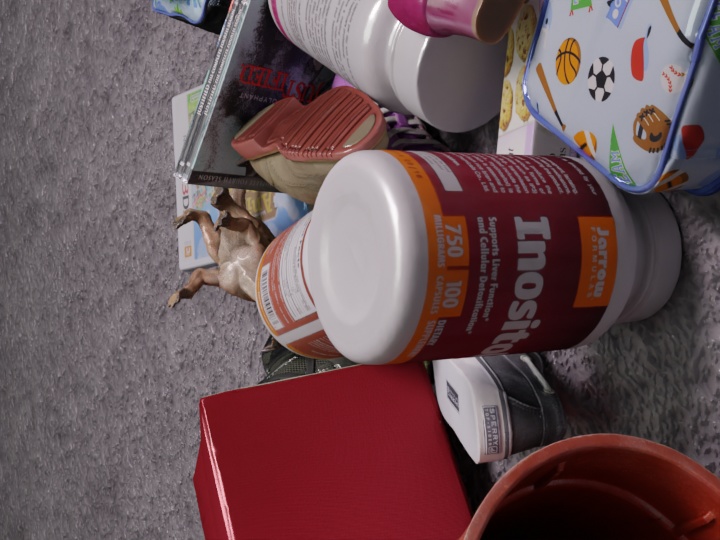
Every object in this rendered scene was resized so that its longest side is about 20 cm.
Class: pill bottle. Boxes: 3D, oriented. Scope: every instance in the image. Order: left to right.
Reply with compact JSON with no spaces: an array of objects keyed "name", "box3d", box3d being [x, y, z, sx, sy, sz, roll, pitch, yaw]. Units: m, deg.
[{"name":"pill bottle","box3d":[0.000,0.000,0.793,0.200,0.111,0.114,155,110,-66]},{"name":"pill bottle","box3d":[0.024,-0.182,0.790,0.200,0.112,0.114,43,129,45]},{"name":"pill bottle","box3d":[0.079,-0.009,0.615,0.113,0.198,0.114,8,99,61]}]

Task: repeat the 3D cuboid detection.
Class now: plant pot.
[{"name":"plant pot","box3d":[0.107,0.217,0.611,0.195,0.198,0.203,126,134,-60]}]

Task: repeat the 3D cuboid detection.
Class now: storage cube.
[{"name":"storage cube","box3d":[-0.025,0.192,0.817,0.172,0.198,0.181,106,150,-58]}]

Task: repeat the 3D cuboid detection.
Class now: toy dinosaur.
[{"name":"toy dinosaur","box3d":[-0.091,-0.002,0.962,0.086,0.135,0.201,-44,33,23]}]

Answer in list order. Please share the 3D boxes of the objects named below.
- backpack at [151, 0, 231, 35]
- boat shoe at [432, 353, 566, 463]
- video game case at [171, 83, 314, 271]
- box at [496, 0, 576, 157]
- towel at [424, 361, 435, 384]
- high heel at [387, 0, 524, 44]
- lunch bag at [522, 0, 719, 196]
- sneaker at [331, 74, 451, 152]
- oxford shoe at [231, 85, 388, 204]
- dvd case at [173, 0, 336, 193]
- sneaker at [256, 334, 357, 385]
[{"name":"backpack","box3d":[-0.130,-0.328,1.018,0.183,0.146,0.202,34,107,58]},{"name":"boat shoe","box3d":[0.091,0.071,0.745,0.200,0.067,0.073,-119,24,-76]},{"name":"video game case","box3d":[-0.115,-0.103,1.057,0.199,0.022,0.184,-11,80,43]},{"name":"box","box3d":[0.118,-0.113,0.704,0.041,0.038,0.203,26,115,59]},{"name":"towel","box3d":[0.015,0.006,0.927,0.199,0.023,0.146,19,108,60]},{"name":"high heel","box3d":[0.087,-0.232,0.656,0.096,0.067,0.201,30,86,47]},{"name":"lunch bag","box3d":[0.162,-0.153,0.584,0.161,0.075,0.202,-125,41,-49]},{"name":"sneaker","box3d":[0.021,-0.116,0.856,0.200,0.072,0.116,21,108,60]},{"name":"oxford shoe","box3d":[-0.025,-0.088,0.815,0.075,0.070,0.200,52,165,-23]},{"name":"dvd case","box3d":[-0.070,-0.163,0.906,0.022,0.145,0.202,31,106,30]},{"name":"sneaker","box3d":[-0.070,0.107,0.986,0.199,0.114,0.077,16,135,63]}]
